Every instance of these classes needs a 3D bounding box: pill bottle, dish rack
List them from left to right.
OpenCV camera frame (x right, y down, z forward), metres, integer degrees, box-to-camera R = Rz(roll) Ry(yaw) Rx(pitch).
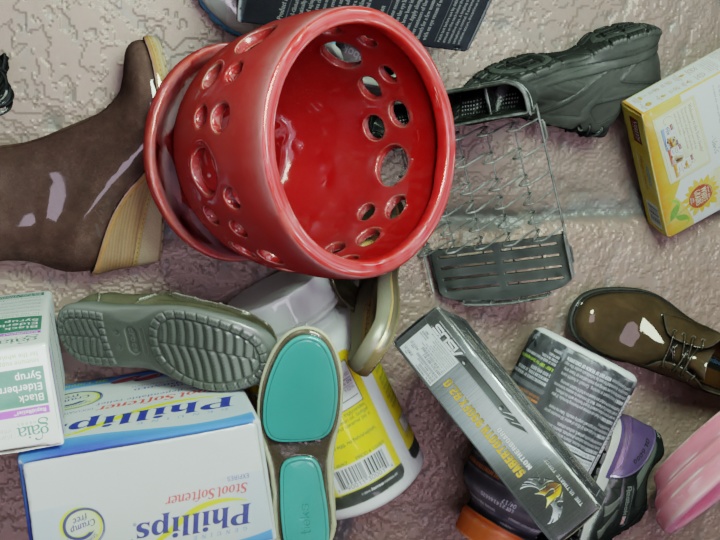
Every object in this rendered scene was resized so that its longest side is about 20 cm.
[{"bbox_3d":[-0.034,0.103,1.121,0.114,0.114,0.201,-27,104,-8],"label":"pill bottle"},{"bbox_3d":[0.100,-0.061,1.120,0.153,0.055,0.201,-7,106,31],"label":"dish rack"},{"bbox_3d":[0.161,0.162,1.181,0.106,0.106,0.201,27,93,-16],"label":"pill bottle"}]

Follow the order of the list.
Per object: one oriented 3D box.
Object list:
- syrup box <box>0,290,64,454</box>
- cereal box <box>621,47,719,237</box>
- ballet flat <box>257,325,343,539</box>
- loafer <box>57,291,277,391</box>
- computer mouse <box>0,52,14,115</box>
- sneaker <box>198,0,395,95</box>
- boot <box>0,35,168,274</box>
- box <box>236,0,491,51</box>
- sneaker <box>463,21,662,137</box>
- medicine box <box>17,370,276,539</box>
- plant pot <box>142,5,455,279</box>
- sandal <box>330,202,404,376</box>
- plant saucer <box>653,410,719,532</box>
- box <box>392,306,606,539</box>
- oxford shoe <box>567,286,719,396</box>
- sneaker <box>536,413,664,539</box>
[{"bbox_3d":[-0.276,0.076,1.014,0.078,0.200,0.082,-9,101,-11],"label":"syrup box"},{"bbox_3d":[0.342,-0.136,1.186,0.199,0.040,0.144,-28,127,-9],"label":"cereal box"},{"bbox_3d":[-0.049,0.132,1.038,0.069,0.069,0.201,0,107,-13],"label":"ballet flat"},{"bbox_3d":[-0.152,0.045,1.067,0.199,0.070,0.076,9,119,21],"label":"loafer"},{"bbox_3d":[-0.336,-0.085,1.007,0.200,0.140,0.046,-43,113,-3],"label":"computer mouse"},{"bbox_3d":[-0.043,-0.208,1.083,0.199,0.087,0.075,24,94,-14],"label":"sneaker"},{"bbox_3d":[-0.240,-0.095,1.061,0.165,0.072,0.201,2,102,-16],"label":"boot"},{"bbox_3d":[0.002,-0.274,1.040,0.199,0.104,0.149,6,57,-13],"label":"box"},{"bbox_3d":[0.182,-0.154,1.154,0.199,0.076,0.091,-17,112,-6],"label":"sneaker"},{"bbox_3d":[-0.176,0.155,1.050,0.181,0.200,0.104,-9,101,-12],"label":"medicine box"},{"bbox_3d":[-0.053,-0.097,1.012,0.200,0.182,0.202,-3,95,-41],"label":"plant pot"},{"bbox_3d":[0.000,0.000,1.076,0.054,0.201,0.080,18,133,-12],"label":"sandal"},{"bbox_3d":[0.344,0.161,1.199,0.200,0.201,0.051,-37,69,-5],"label":"plant saucer"},{"bbox_3d":[0.117,0.124,1.058,0.048,0.158,0.200,-40,78,5],"label":"box"},{"bbox_3d":[0.288,0.066,1.207,0.199,0.084,0.073,17,96,-14],"label":"oxford shoe"},{"bbox_3d":[0.229,0.235,1.227,0.087,0.076,0.201,21,94,-22],"label":"sneaker"}]
